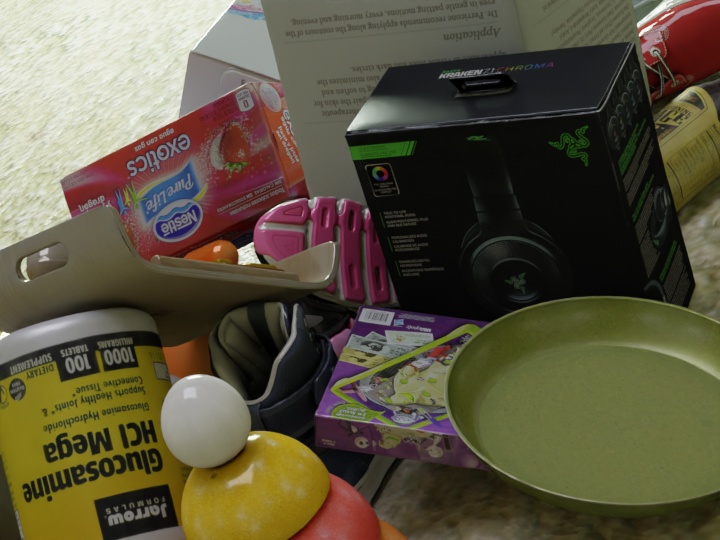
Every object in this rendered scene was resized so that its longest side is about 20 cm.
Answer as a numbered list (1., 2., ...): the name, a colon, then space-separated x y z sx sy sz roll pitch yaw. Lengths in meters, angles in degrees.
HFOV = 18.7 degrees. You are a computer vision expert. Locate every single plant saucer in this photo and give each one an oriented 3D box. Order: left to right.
1. plant saucer: 0.148 0.082 1.265 0.200 0.031 0.200 -1 33 1

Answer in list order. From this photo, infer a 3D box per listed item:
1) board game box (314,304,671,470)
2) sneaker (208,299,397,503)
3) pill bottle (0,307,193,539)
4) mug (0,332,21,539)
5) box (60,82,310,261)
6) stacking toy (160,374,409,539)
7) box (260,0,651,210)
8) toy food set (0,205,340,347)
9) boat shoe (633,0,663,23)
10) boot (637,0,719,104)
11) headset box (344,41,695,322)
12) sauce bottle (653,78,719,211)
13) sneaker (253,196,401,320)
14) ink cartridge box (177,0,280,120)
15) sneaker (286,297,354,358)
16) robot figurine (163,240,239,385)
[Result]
1. board game box: 0.083 0.075 1.326 0.200 0.032 0.120 8 30 12
2. sneaker: -0.022 0.061 1.423 0.077 0.146 0.202 -15 25 30
3. pill bottle: -0.156 0.132 1.336 0.112 0.200 0.112 -16 -11 -3
4. mug: -0.228 0.142 1.472 0.187 0.149 0.153 -49 9 17
5. box: -0.117 -0.064 1.675 0.200 0.096 0.100 -24 -9 30
6. stacking toy: -0.051 0.138 1.225 0.146 0.200 0.146 -22 24 10
7. box: 0.073 -0.154 1.555 0.199 0.171 0.200 -2 22 31
8. toy food set: -0.128 -0.002 1.383 0.143 0.060 0.200 -21 -18 39
9. boat shoe: 0.229 -0.225 1.832 0.201 0.072 0.070 -22 24 12
10. boot: 0.217 -0.140 1.679 0.200 0.072 0.144 -23 23 29
11. headset box: 0.104 -0.044 1.405 0.174 0.200 0.093 -3 32 25
12. sauce bottle: 0.238 -0.094 1.566 0.200 0.066 0.066 -39 26 -27
13. sneaker: 0.000 0.000 1.529 0.200 0.074 0.087 9 -17 -35
14. ink cartridge box: -0.052 -0.143 1.803 0.145 0.145 0.200 20 38 9
15. sneaker: -0.030 -0.008 1.635 0.079 0.095 0.200 -21 23 17
16. robot figurine: -0.131 0.059 1.574 0.144 0.117 0.200 -41 27 -29
